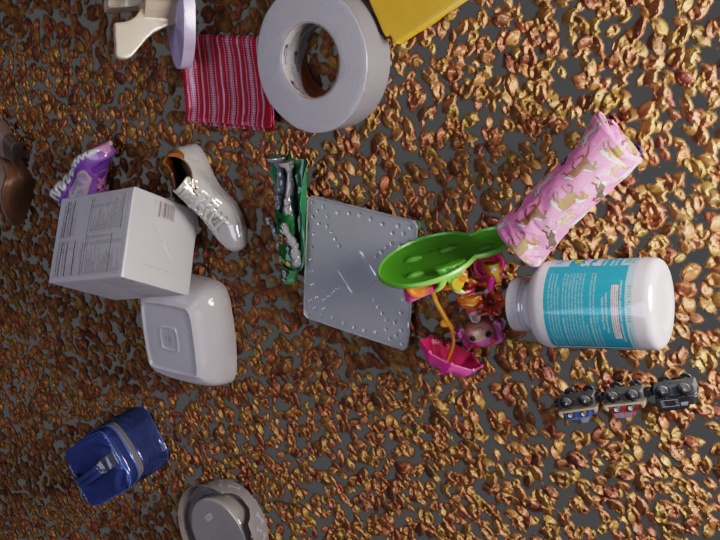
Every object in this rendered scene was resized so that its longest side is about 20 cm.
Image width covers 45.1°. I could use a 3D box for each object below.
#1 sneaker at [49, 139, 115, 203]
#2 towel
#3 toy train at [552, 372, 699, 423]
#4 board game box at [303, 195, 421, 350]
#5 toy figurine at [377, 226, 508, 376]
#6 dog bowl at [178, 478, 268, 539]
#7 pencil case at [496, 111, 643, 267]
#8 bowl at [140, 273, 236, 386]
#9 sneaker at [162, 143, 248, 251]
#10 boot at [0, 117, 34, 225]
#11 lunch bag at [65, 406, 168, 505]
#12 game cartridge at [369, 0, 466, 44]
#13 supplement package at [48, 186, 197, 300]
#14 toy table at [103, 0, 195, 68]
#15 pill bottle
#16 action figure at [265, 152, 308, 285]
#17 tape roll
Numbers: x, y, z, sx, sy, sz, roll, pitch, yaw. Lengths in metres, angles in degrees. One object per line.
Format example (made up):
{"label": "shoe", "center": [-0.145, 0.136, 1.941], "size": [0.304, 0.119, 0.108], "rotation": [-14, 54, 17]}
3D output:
{"label": "sneaker", "center": [-0.495, -0.162, 1.601], "size": [0.199, 0.080, 0.089], "rotation": [-36, 90, 42]}
{"label": "towel", "center": [-0.213, -0.302, 1.389], "size": [0.196, 0.022, 0.148], "rotation": [10, 110, 32]}
{"label": "toy train", "center": [0.348, 0.172, 1.145], "size": [0.197, 0.034, 0.047], "rotation": [-14, 109, 36]}
{"label": "board game box", "center": [0.000, 0.000, 1.335], "size": [0.196, 0.026, 0.205], "rotation": [16, 113, 30]}
{"label": "toy figurine", "center": [0.142, 0.055, 1.212], "size": [0.195, 0.151, 0.188], "rotation": [-16, 113, 7]}
{"label": "dog bowl", "center": [-0.257, 0.490, 1.650], "size": [0.196, 0.058, 0.205], "rotation": [11, 110, 31]}
{"label": "pencil case", "center": [0.254, -0.096, 1.075], "size": [0.201, 0.086, 0.083], "rotation": [-50, 57, 25]}
{"label": "bowl", "center": [-0.321, 0.113, 1.565], "size": [0.196, 0.074, 0.205], "rotation": [8, 111, 33]}
{"label": "sneaker", "center": [-0.266, -0.113, 1.448], "size": [0.072, 0.084, 0.202], "rotation": [-36, 85, 35]}
{"label": "boot", "center": [-0.730, -0.211, 1.756], "size": [0.144, 0.070, 0.205], "rotation": [27, 118, 32]}
{"label": "lunch bag", "center": [-0.498, 0.377, 1.735], "size": [0.199, 0.132, 0.138], "rotation": [-34, 85, 36]}
{"label": "game cartridge", "center": [0.081, -0.423, 1.143], "size": [0.198, 0.032, 0.180], "rotation": [-23, 91, 40]}
{"label": "supplement package", "center": [-0.408, -0.041, 1.497], "size": [0.196, 0.151, 0.155], "rotation": [-4, 75, 35]}
{"label": "toy table", "center": [-0.324, -0.418, 1.337], "size": [0.183, 0.114, 0.206], "rotation": [163, 101, -65]}
{"label": "pill bottle", "center": [0.286, 0.042, 1.097], "size": [0.196, 0.110, 0.114], "rotation": [-2, 104, 34]}
{"label": "action figure", "center": [-0.115, -0.074, 1.364], "size": [0.118, 0.054, 0.205], "rotation": [27, 124, 57]}
{"label": "tape roll", "center": [-0.055, -0.305, 1.252], "size": [0.197, 0.066, 0.206], "rotation": [12, 111, 32]}
